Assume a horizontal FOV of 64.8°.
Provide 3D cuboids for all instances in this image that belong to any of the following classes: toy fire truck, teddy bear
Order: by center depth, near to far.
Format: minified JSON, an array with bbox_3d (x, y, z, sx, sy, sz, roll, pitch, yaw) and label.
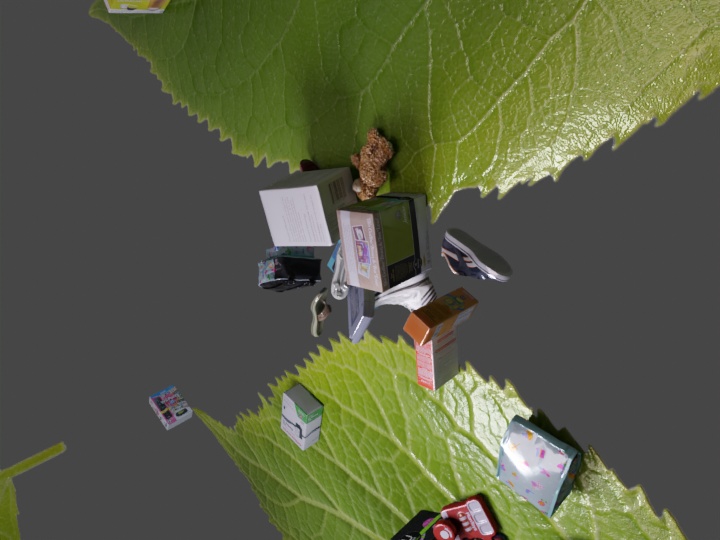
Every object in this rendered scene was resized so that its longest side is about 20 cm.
[{"bbox_3d":[0.024,-0.269,1.479,0.145,0.067,0.200,57,140,17],"label":"teddy bear"},{"bbox_3d":[0.320,0.755,1.628,0.168,0.112,0.201,-30,86,31],"label":"toy fire truck"}]

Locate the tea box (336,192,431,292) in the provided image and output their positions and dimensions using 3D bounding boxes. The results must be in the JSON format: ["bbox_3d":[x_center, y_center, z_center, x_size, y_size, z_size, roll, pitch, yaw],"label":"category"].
[{"bbox_3d":[0.064,-0.077,1.428,0.133,0.196,0.201,11,116,44],"label":"tea box"}]

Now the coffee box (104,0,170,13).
[{"bbox_3d":[-0.748,-0.997,1.877,0.197,0.199,0.201,-16,96,50],"label":"coffee box"}]

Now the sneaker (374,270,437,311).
[{"bbox_3d":[0.114,0.087,1.520,0.200,0.076,0.116,-26,91,31],"label":"sneaker"}]

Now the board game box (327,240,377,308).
[{"bbox_3d":[0.000,0.000,1.652,0.200,0.047,0.151,48,137,20],"label":"board game box"}]

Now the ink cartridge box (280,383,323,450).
[{"bbox_3d":[-0.223,0.552,2.135,0.146,0.083,0.201,34,131,33],"label":"ink cartridge box"}]

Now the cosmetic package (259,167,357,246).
[{"bbox_3d":[-0.132,-0.172,1.539,0.199,0.167,0.167,1,116,34],"label":"cosmetic package"}]

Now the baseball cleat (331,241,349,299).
[{"bbox_3d":[-0.045,-0.021,1.602,0.106,0.069,0.201,-115,44,-76],"label":"baseball cleat"}]

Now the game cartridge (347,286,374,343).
[{"bbox_3d":[0.001,0.081,1.543,0.201,0.041,0.133,-94,26,-44],"label":"game cartridge"}]

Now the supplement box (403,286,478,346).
[{"bbox_3d":[0.197,0.107,1.368,0.067,0.200,0.069,42,131,26],"label":"supplement box"}]

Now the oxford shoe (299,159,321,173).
[{"bbox_3d":[-0.131,-0.230,1.669,0.075,0.070,0.201,-34,82,52],"label":"oxford shoe"}]

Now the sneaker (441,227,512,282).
[{"bbox_3d":[0.268,-0.018,1.326,0.200,0.078,0.080,45,132,39],"label":"sneaker"}]

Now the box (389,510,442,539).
[{"bbox_3d":[0.194,0.850,1.727,0.148,0.200,0.125,-17,97,50],"label":"box"}]

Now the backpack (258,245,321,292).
[{"bbox_3d":[-0.235,-0.003,1.815,0.200,0.177,0.151,-27,66,55],"label":"backpack"}]

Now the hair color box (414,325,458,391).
[{"bbox_3d":[0.198,0.196,1.478,0.064,0.111,0.201,15,118,43],"label":"hair color box"}]

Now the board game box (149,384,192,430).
[{"bbox_3d":[-1.022,0.735,3.054,0.200,0.147,0.064,44,136,23],"label":"board game box"}]

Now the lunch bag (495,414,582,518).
[{"bbox_3d":[0.423,0.449,1.346,0.170,0.122,0.201,29,133,37],"label":"lunch bag"}]

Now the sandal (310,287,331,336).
[{"bbox_3d":[-0.120,0.136,1.839,0.057,0.080,0.202,22,131,20],"label":"sandal"}]
